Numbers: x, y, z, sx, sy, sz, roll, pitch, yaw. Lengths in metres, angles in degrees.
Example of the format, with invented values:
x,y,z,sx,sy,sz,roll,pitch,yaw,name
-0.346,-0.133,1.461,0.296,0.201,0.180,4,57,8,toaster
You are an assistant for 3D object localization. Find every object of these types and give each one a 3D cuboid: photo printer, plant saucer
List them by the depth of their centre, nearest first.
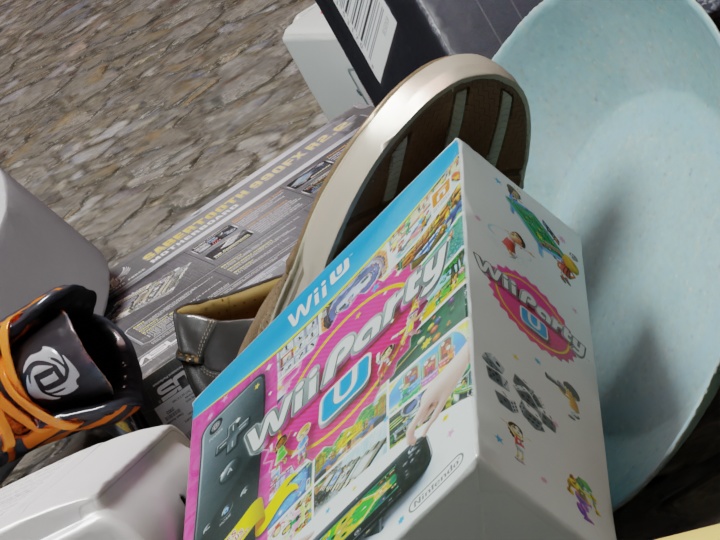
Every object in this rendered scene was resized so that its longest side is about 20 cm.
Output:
x,y,z,sx,sy,sz,roll,pitch,yaw,name
0.088,-0.005,0.991,0.039,0.201,0.201,11,-2,-31,plant saucer
-0.130,0.121,1.006,0.166,0.070,0.200,-27,2,6,photo printer

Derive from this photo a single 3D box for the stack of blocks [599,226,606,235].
x,y,z,sx,sy,sz,roll,pitch,yaw,name
0.190,-0.043,1.046,0.200,0.059,0.115,-24,20,13,stack of blocks

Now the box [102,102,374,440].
x,y,z,sx,sy,sz,roll,pitch,yaw,name
-0.039,0.003,1.262,0.200,0.048,0.158,-35,19,-15,box

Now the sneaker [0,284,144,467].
x,y,z,sx,sy,sz,roll,pitch,yaw,name
-0.158,0.050,1.071,0.112,0.078,0.200,-24,6,32,sneaker

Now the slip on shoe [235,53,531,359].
x,y,z,sx,sy,sz,roll,pitch,yaw,name
0.000,0.000,1.032,0.076,0.200,0.061,-1,37,-29,slip on shoe

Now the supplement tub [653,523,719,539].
x,y,z,sx,sy,sz,roll,pitch,yaw,name
0.092,0.127,0.627,0.200,0.146,0.145,-18,22,28,supplement tub

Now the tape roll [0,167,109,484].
x,y,z,sx,sy,sz,roll,pitch,yaw,name
-0.205,0.047,1.267,0.200,0.066,0.200,-38,26,22,tape roll

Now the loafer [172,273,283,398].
x,y,z,sx,sy,sz,roll,pitch,yaw,name
0.019,0.006,1.139,0.200,0.072,0.073,-30,18,-5,loafer

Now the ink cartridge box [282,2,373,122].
x,y,z,sx,sy,sz,roll,pitch,yaw,name
0.077,-0.119,1.353,0.147,0.083,0.200,-37,22,-22,ink cartridge box

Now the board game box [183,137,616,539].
x,y,z,sx,sy,sz,roll,pitch,yaw,name
0.008,0.068,0.906,0.148,0.064,0.200,-45,20,22,board game box

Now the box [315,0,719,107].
x,y,z,sx,sy,sz,roll,pitch,yaw,name
0.081,-0.157,1.191,0.200,0.197,0.117,-24,-18,-17,box
